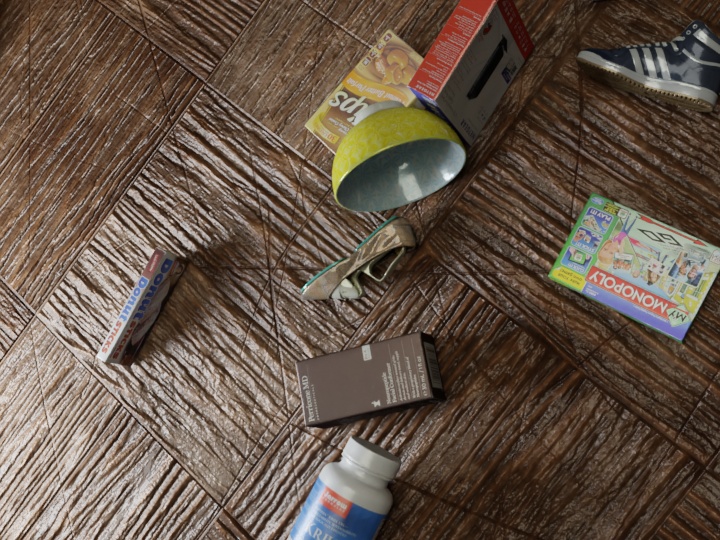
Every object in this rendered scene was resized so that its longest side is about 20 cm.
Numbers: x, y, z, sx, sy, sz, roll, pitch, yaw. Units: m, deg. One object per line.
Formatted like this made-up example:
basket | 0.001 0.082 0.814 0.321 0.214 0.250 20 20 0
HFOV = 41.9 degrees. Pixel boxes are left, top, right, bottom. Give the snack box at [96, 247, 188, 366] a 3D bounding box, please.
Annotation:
snack box | -0.352 0.061 1.523 0.024 0.072 0.200 29 90 25

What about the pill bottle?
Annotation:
pill bottle | -0.023 0.339 1.317 0.112 0.112 0.200 25 89 24

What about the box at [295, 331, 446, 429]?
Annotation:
box | 0.013 0.160 1.364 0.199 0.075 0.100 -17 74 19

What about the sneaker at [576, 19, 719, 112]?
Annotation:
sneaker | 0.411 -0.301 1.309 0.200 0.070 0.109 22 92 17

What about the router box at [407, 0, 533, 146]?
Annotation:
router box | 0.161 -0.291 1.334 0.049 0.200 0.180 33 93 23

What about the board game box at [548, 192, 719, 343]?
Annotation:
board game box | 0.377 -0.006 1.283 0.200 0.029 0.135 28 89 24

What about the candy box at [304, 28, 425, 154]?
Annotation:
candy box | 0.023 -0.258 1.457 0.200 0.055 0.115 -48 68 6

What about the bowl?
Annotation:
bowl | 0.044 -0.179 1.356 0.200 0.200 0.108 -23 69 15

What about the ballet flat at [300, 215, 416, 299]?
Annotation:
ballet flat | 0.000 0.000 1.407 0.200 0.068 0.067 -38 76 11
